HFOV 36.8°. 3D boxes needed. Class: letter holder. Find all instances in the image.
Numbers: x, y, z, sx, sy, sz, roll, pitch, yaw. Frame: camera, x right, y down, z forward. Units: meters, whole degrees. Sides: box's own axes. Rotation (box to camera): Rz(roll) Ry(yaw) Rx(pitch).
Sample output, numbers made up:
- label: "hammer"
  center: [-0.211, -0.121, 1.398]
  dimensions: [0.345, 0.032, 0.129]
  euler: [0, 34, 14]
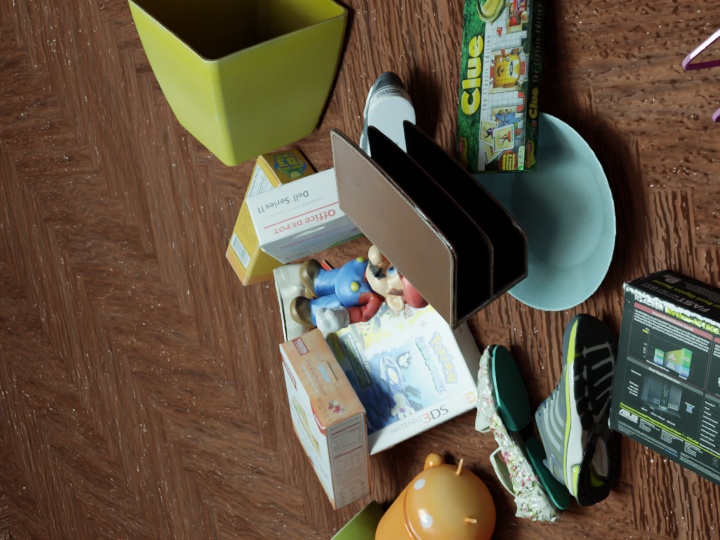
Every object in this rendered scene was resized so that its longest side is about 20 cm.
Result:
- label: "letter holder"
  center: [0.067, -0.069, 1.082]
  dimensions: [0.200, 0.100, 0.143]
  euler: [47, 162, 30]

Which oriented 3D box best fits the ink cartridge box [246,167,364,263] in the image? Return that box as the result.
- label: "ink cartridge box"
  center: [-0.063, -0.065, 1.278]
  dimensions: [0.200, 0.116, 0.068]
  euler: [50, -159, -84]

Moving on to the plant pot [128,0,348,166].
- label: "plant pot"
  center: [-0.149, -0.253, 1.354]
  dimensions: [0.200, 0.199, 0.177]
  euler: [41, 145, 37]

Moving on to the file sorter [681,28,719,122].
- label: "file sorter"
  center: [0.348, -0.107, 0.779]
  dimensions: [0.139, 0.125, 0.201]
  euler: [-42, 69, 51]

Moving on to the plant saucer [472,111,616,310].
- label: "plant saucer"
  center: [0.188, -0.062, 1.088]
  dimensions: [0.200, 0.038, 0.203]
  euler: [25, 123, 46]

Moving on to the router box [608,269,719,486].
- label: "router box"
  center: [0.318, 0.103, 0.953]
  dimensions: [0.199, 0.062, 0.151]
  euler: [27, 125, 46]

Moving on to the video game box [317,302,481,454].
- label: "video game box"
  center: [0.048, 0.095, 1.289]
  dimensions: [0.182, 0.047, 0.201]
  euler: [-31, 78, 33]

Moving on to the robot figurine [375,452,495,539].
- label: "robot figurine"
  center: [0.089, 0.306, 1.297]
  dimensions: [0.116, 0.144, 0.200]
  euler: [39, 137, 9]

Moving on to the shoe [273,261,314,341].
- label: "shoe"
  center: [-0.088, 0.090, 1.468]
  dimensions: [0.070, 0.053, 0.202]
  euler: [163, 105, -73]

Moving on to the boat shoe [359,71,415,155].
- label: "boat shoe"
  center: [0.029, -0.134, 1.255]
  dimensions: [0.068, 0.071, 0.201]
  euler: [-95, 2, -49]

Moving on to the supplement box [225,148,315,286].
- label: "supplement box"
  center: [-0.123, -0.071, 1.481]
  dimensions: [0.069, 0.066, 0.201]
  euler: [57, 140, 27]

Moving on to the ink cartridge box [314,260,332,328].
- label: "ink cartridge box"
  center: [-0.032, 0.115, 1.450]
  dimensions: [0.173, 0.043, 0.201]
  euler: [43, 134, 35]

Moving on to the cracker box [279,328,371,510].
- label: "cracker box"
  center: [-0.042, 0.186, 1.339]
  dimensions: [0.201, 0.057, 0.134]
  euler: [87, 157, -49]

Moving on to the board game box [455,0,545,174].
- label: "board game box"
  center: [0.138, -0.198, 1.073]
  dimensions: [0.104, 0.023, 0.202]
  euler: [5, 92, 58]

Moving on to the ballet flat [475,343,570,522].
- label: "ballet flat"
  center: [0.162, 0.182, 1.181]
  dimensions: [0.064, 0.075, 0.202]
  euler: [-27, 79, 35]

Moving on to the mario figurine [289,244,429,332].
- label: "mario figurine"
  center: [0.000, 0.000, 1.222]
  dimensions: [0.199, 0.106, 0.125]
  euler: [-16, 83, 37]

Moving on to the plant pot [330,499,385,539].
- label: "plant pot"
  center: [0.019, 0.438, 1.412]
  dimensions: [0.200, 0.187, 0.187]
  euler: [46, 138, 11]

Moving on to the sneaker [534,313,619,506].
- label: "sneaker"
  center: [0.214, 0.138, 1.103]
  dimensions: [0.081, 0.073, 0.202]
  euler: [23, 119, 51]
